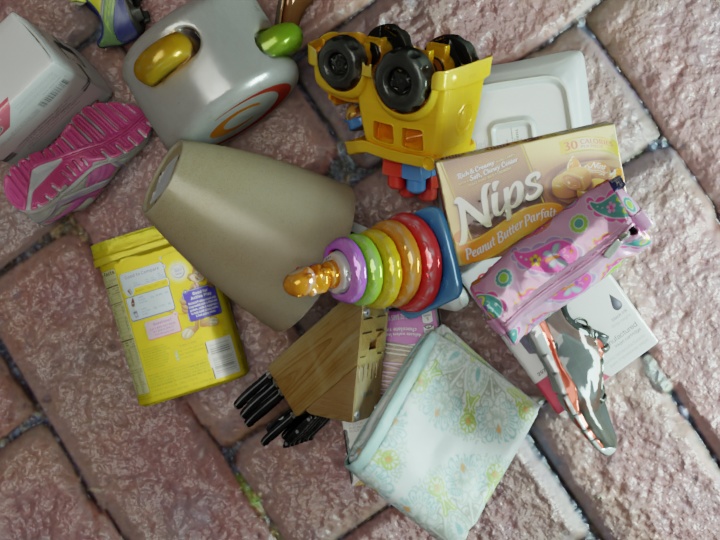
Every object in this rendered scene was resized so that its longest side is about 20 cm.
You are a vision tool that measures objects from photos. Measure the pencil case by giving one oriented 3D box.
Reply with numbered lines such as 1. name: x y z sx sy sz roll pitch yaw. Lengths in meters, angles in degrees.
1. pencil case: 0.212 -0.010 1.397 0.199 0.087 0.088 -36 86 12

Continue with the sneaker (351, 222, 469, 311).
1. sneaker: 0.037 0.013 1.552 0.199 0.076 0.081 24 76 33

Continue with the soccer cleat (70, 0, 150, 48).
1. soccer cleat: -0.327 -0.367 1.621 0.083 0.065 0.202 -24 88 8

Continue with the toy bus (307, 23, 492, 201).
1. toy bus: 0.041 -0.180 1.551 0.198 0.135 0.194 17 117 29

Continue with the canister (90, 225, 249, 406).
1. canister: -0.226 0.048 1.599 0.147 0.087 0.202 -16 90 6

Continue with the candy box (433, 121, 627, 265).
1. candy box: 0.187 -0.084 1.453 0.198 0.055 0.117 -12 98 5

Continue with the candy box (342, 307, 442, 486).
1. candy box: 0.042 0.145 1.582 0.135 0.061 0.203 -9 90 5

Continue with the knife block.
1. knife block: -0.062 0.109 1.542 0.174 0.064 0.203 10 99 29

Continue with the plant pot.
1. plant pot: -0.137 -0.059 1.502 0.199 0.187 0.189 29 93 -22

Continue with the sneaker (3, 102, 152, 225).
1. sneaker: -0.339 -0.128 1.617 0.199 0.088 0.082 -35 73 -17

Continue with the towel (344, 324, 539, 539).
1. towel: 0.096 0.187 1.516 0.171 0.048 0.201 38 74 -14

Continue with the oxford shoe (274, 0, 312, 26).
1. oxford shoe: -0.050 -0.359 1.590 0.071 0.071 0.202 23 91 0

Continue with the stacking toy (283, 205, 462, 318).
1. stacking toy: 0.000 0.000 1.418 0.198 0.116 0.111 -9 79 -35

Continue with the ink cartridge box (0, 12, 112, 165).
1. ink cartridge box: -0.393 -0.204 1.559 0.145 0.200 0.085 -42 81 4

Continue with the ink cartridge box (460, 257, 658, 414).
1. ink cartridge box: 0.223 0.037 1.537 0.144 0.084 0.201 -36 95 6

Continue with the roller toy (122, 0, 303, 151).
1. roller toy: -0.178 -0.232 1.543 0.199 0.182 0.141 -31 85 -26

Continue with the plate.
1. plate: 0.181 -0.150 1.582 0.197 0.032 0.202 -8 90 6

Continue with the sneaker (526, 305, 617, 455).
1. sneaker: 0.248 0.108 1.469 0.081 0.077 0.202 -28 98 0
